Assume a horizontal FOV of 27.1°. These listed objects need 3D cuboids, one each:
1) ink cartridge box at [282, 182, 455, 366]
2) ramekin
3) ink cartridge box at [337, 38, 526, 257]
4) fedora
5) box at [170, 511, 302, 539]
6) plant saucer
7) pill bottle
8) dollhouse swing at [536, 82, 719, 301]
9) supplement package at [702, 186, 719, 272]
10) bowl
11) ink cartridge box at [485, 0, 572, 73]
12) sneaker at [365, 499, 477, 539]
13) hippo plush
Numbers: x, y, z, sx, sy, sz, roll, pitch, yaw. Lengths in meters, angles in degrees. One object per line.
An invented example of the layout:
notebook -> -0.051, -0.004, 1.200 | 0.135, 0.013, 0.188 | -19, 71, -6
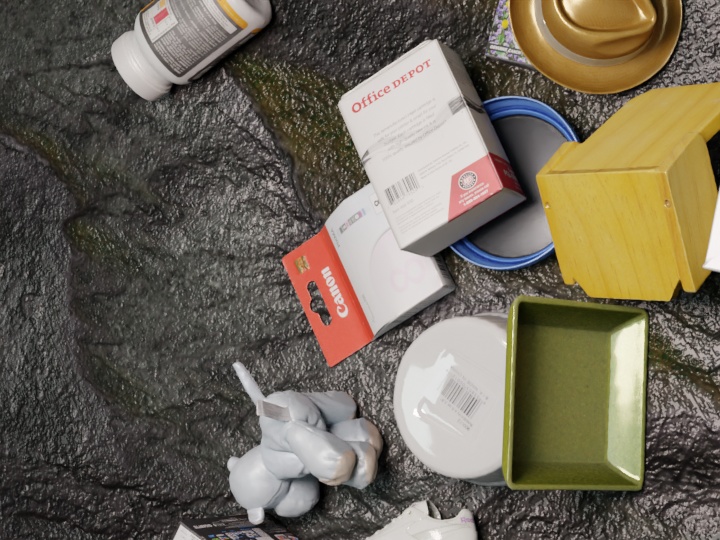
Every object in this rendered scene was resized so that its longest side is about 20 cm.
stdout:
ink cartridge box -> 0.000, 0.000, 1.824 | 0.199, 0.057, 0.164 | -31, 71, 17
ramekin -> 0.133, 0.145, 1.706 | 0.198, 0.097, 0.204 | -3, 83, 28
ink cartridge box -> 0.082, -0.140, 1.728 | 0.146, 0.083, 0.202 | -30, 71, 22
fedora -> 0.264, -0.292, 1.648 | 0.197, 0.082, 0.204 | 0, 93, -1
box -> -0.098, 0.359, 1.753 | 0.197, 0.199, 0.050 | 33, 100, 26
plant saucer -> 0.224, 0.135, 1.622 | 0.048, 0.198, 0.203 | -4, 82, 55
pill bottle -> -0.221, -0.314, 1.940 | 0.199, 0.116, 0.117 | -33, 70, 21
dollhouse swing -> 0.324, -0.086, 1.608 | 0.199, 0.175, 0.184 | 1, 112, 56
supplement package -> 0.453, -0.074, 1.496 | 0.145, 0.199, 0.194 | 12, 91, 28
bowl -> 0.174, -0.100, 1.743 | 0.198, 0.039, 0.204 | -3, 83, 28
ink cartridge box -> 0.224, -0.332, 1.734 | 0.108, 0.050, 0.203 | 17, 94, 29
sneaker -> 0.051, 0.324, 1.758 | 0.197, 0.075, 0.101 | -8, 66, 24
hippo plush -> -0.081, 0.235, 1.773 | 0.162, 0.198, 0.160 | -57, 41, 20
